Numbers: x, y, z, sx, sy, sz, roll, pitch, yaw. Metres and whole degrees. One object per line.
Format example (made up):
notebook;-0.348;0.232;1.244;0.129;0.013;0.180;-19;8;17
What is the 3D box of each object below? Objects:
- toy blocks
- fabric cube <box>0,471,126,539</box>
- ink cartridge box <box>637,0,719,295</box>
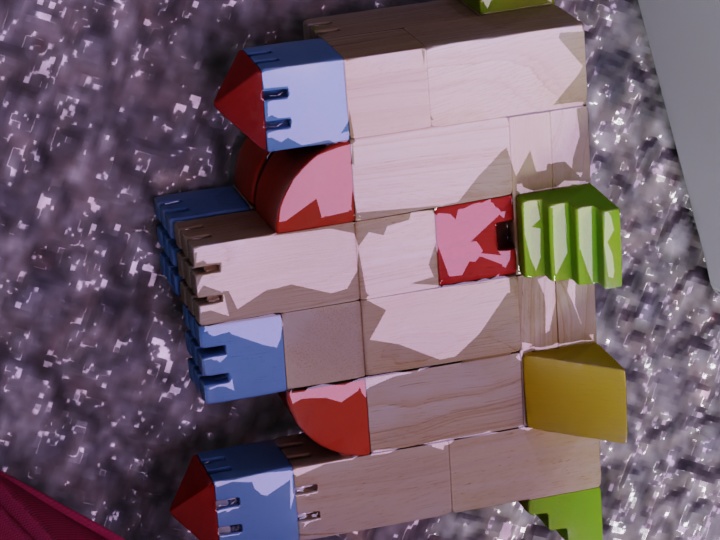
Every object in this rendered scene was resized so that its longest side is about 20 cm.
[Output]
toy blocks;0.000;0.000;0.884;0.136;0.100;0.201;-9;111;-14
fabric cube;-0.058;0.207;0.847;0.200;0.199;0.197;32;90;-32
ink cartridge box;0.213;-0.073;0.934;0.199;0.145;0.146;-27;117;-18
